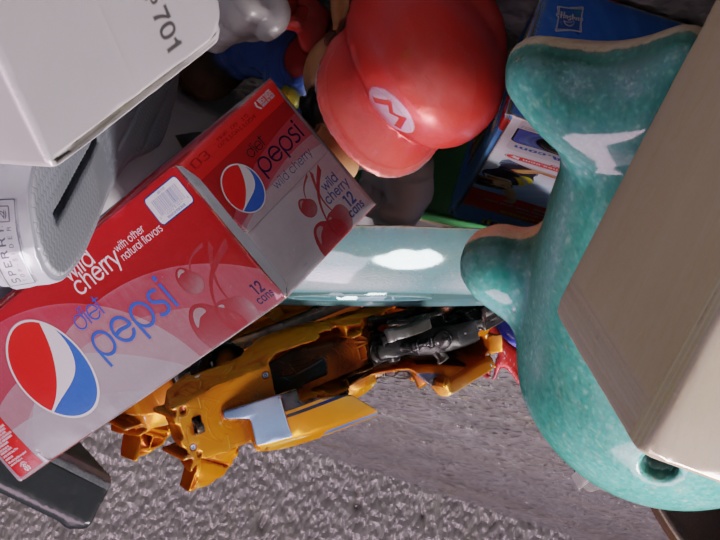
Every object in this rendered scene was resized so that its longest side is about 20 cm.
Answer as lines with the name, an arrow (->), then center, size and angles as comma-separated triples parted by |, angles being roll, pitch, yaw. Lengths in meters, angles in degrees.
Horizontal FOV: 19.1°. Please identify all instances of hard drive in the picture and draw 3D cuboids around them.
hard drive -> -0.227, 0.066, 1.080 | 0.199, 0.033, 0.139 | 29, 176, -15

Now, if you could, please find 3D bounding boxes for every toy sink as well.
toy sink -> 0.168, -0.032, 0.654 | 0.129, 0.201, 0.112 | 19, -161, -18

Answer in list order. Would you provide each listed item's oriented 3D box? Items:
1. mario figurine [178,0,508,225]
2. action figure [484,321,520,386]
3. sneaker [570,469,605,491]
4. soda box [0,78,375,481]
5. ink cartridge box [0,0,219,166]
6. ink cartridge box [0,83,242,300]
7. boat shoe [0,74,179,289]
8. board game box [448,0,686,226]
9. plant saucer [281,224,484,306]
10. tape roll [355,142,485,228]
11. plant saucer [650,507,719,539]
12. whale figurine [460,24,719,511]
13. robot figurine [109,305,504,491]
mario figurine -> -0.018, -0.065, 0.854 | 0.122, 0.107, 0.200 | -3, -177, -22
action figure -> 0.074, 0.035, 1.161 | 0.199, 0.052, 0.065 | 22, 174, -14
sneaker -> 0.190, 0.067, 1.142 | 0.199, 0.075, 0.082 | -12, 162, -36
soda box -> -0.086, 0.008, 0.830 | 0.064, 0.070, 0.200 | 49, 135, -7
ink cartridge box -> -0.159, -0.119, 0.695 | 0.199, 0.086, 0.147 | 8, 129, 47
ink cartridge box -> -0.149, -0.044, 0.938 | 0.084, 0.145, 0.200 | 46, -166, 28
boat shoe -> -0.114, -0.061, 0.775 | 0.061, 0.073, 0.200 | 1, -151, 12
board game box -> 0.147, -0.037, 0.886 | 0.198, 0.056, 0.196 | 17, 170, -2
plant saucer -> 0.000, 0.000, 0.927 | 0.198, 0.028, 0.200 | 0, 178, 0
tape roll -> 0.064, -0.026, 1.111 | 0.199, 0.049, 0.200 | 16, 170, 3
plant saucer -> 0.206, 0.089, 1.066 | 0.199, 0.202, 0.032 | 21, 145, -22
whale figurine -> 0.106, 0.007, 0.758 | 0.158, 0.104, 0.201 | 0, 137, 22
robot figurine -> -0.020, 0.042, 1.042 | 0.199, 0.059, 0.145 | -18, -164, -25
